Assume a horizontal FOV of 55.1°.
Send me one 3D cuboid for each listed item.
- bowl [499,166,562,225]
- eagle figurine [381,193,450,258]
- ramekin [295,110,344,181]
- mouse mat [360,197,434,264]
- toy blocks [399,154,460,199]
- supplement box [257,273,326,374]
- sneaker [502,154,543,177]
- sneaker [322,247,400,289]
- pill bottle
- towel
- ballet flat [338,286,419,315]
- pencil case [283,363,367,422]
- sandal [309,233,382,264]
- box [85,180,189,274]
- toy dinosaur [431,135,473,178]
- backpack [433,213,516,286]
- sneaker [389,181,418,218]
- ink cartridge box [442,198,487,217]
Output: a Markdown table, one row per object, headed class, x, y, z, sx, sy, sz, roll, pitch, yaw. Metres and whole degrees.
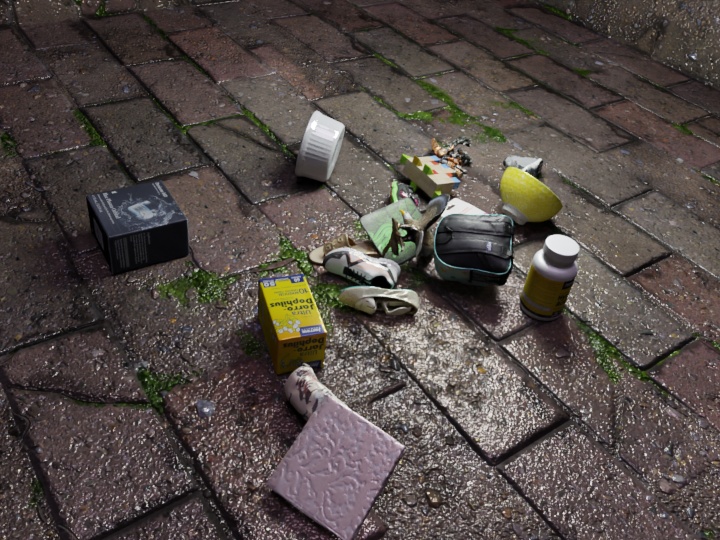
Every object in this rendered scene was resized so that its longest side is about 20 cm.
| class | x | y | z | sx | sy | sz | roll | pitch | yaw |
| --- | --- | --- | --- | --- | --- | --- | --- | --- | --- |
| bowl | 0.474 | -0.199 | 2.006 | 0.200 | 0.200 | 0.108 | 39 | 90 | 32 |
| eagle figurine | 0.157 | -0.112 | 1.796 | 0.199 | 0.151 | 0.152 | -13 | 85 | -33 |
| ramekin | -0.118 | -0.364 | 2.058 | 0.097 | 0.201 | 0.201 | 18 | 40 | 1 |
| mouse mat | 0.108 | -0.107 | 1.871 | 0.199 | 0.008 | 0.162 | -27 | 80 | -34 |
| toy blocks | 0.229 | -0.289 | 2.116 | 0.136 | 0.101 | 0.200 | -11 | 44 | -37 |
| supplement box | -0.156 | 0.116 | 1.533 | 0.108 | 0.110 | 0.201 | -8 | 42 | -18 |
| sneaker | 0.502 | -0.324 | 2.220 | 0.115 | 0.076 | 0.200 | 23 | 31 | 25 |
| sneaker | 0.000 | 0.000 | 1.730 | 0.198 | 0.074 | 0.080 | 10 | 41 | 3 |
| pill bottle | 0.466 | 0.016 | 1.689 | 0.110 | 0.201 | 0.112 | 4 | 39 | -4 |
| towel | -0.042 | 0.357 | 1.258 | 0.190 | 0.032 | 0.201 | 29 | 72 | 21 |
| ballet flat | 0.047 | 0.075 | 1.655 | 0.198 | 0.068 | 0.063 | 0 | 49 | -9 |
| pencil case | -0.074 | 0.273 | 1.378 | 0.089 | 0.078 | 0.200 | -46 | 57 | -8 |
| sandal | -0.031 | -0.069 | 1.810 | 0.210 | 0.070 | 0.078 | -4 | 40 | -15 |
| box | -0.560 | -0.114 | 1.737 | 0.199 | 0.118 | 0.197 | -17 | 45 | -29 |
| toy dinosaur | 0.289 | -0.374 | 2.224 | 0.135 | 0.102 | 0.201 | -25 | 70 | -12 |
| backpack | 0.281 | -0.052 | 1.755 | 0.198 | 0.154 | 0.177 | 8 | 68 | 2 |
| sneaker | 0.128 | -0.195 | 1.986 | 0.083 | 0.077 | 0.201 | 3 | 40 | -1 |
| ink cartridge box | 0.310 | -0.116 | 1.928 | 0.199 | 0.068 | 0.116 | 34 | 45 | 26 |
